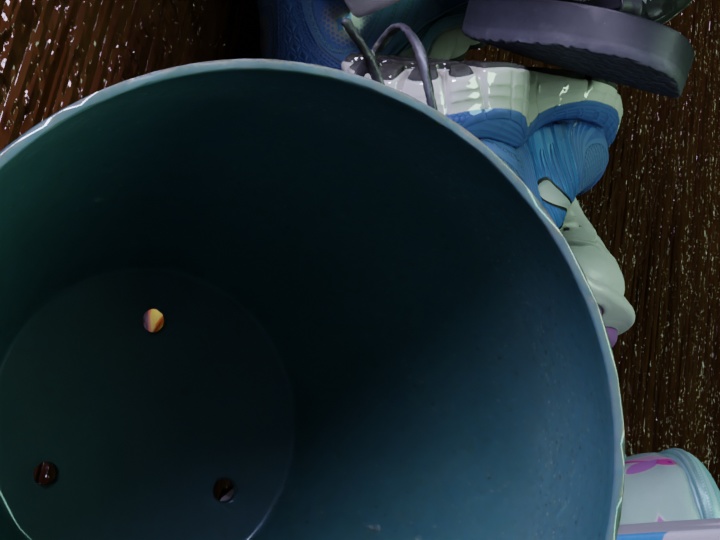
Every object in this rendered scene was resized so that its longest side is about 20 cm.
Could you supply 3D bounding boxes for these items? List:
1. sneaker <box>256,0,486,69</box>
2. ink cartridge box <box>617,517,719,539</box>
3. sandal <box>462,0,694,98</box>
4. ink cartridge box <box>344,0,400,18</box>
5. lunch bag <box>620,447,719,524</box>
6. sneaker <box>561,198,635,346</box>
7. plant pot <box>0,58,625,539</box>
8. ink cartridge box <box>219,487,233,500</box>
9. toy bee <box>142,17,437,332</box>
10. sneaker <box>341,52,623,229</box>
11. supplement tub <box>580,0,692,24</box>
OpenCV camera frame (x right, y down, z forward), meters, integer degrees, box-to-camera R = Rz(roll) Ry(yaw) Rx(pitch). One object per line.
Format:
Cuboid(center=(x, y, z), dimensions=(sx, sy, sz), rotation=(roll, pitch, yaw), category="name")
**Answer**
Cuboid(center=(0.011, -0.124, 1.042), dimensions=(0.200, 0.078, 0.091), rotation=(-59, 136, -60), category="sneaker")
Cuboid(center=(0.123, 0.192, 0.940), dimensions=(0.068, 0.114, 0.202), rotation=(4, 82, -70), category="ink cartridge box")
Cuboid(center=(0.072, -0.098, 0.942), dimensions=(0.200, 0.076, 0.043), rotation=(-123, -131, -78), category="sandal")
Cuboid(center=(0.029, -0.210, 0.899), dimensions=(0.201, 0.175, 0.045), rotation=(60, 27, -18), category="ink cartridge box")
Cuboid(center=(0.103, 0.157, 1.092), dimensions=(0.200, 0.076, 0.162), rotation=(140, -56, -71), category="lunch bag")
Cuboid(center=(0.060, -0.005, 1.060), dimensions=(0.200, 0.074, 0.100), rotation=(133, -57, -87), category="sneaker")
Cuboid(center=(-0.046, 0.047, 0.712), dimensions=(0.135, 0.198, 0.202), rotation=(-177, -100, -72), category="plant pot")
Cuboid(center=(0.007, 0.090, 0.903), dimensions=(0.200, 0.118, 0.042), rotation=(-33, 114, -69), category="ink cartridge box")
Cuboid(center=(-0.045, 0.004, 0.838), dimensions=(0.131, 0.108, 0.201), rotation=(-127, -152, -50), category="toy bee")
Cuboid(center=(0.040, -0.030, 0.933), dimensions=(0.200, 0.078, 0.090), rotation=(-7, 103, -68), category="sneaker")
Cuboid(center=(0.088, -0.213, 1.216), dimensions=(0.123, 0.122, 0.201), rotation=(-73, 150, -48), category="supplement tub")
